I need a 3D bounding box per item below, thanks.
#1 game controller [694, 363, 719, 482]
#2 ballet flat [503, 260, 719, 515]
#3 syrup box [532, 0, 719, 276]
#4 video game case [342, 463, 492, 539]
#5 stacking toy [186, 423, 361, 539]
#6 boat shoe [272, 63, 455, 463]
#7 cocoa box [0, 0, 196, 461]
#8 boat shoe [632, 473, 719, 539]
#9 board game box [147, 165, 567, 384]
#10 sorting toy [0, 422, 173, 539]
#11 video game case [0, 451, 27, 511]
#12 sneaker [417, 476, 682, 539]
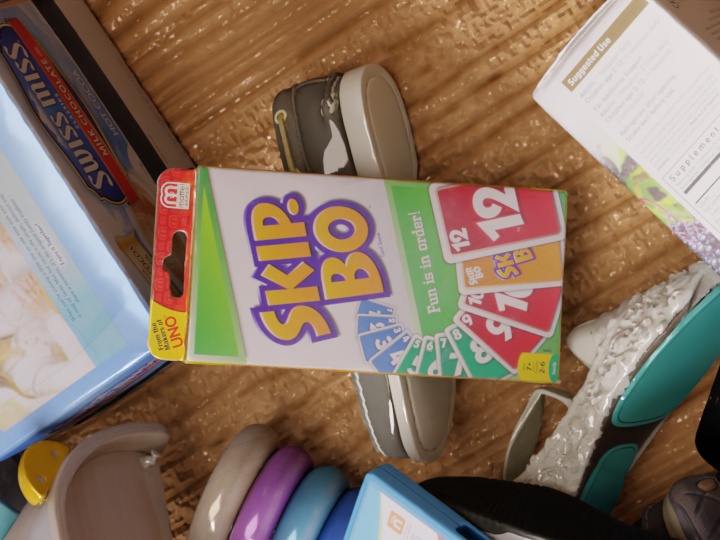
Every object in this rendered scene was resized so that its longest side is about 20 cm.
[{"bbox_3d":[0.210,0.076,1.300,0.104,0.200,0.042,36,74,13],"label":"game controller"},{"bbox_3d":[0.116,0.067,1.392,0.072,0.072,0.200,34,111,13],"label":"ballet flat"},{"bbox_3d":[0.185,-0.050,1.331,0.200,0.079,0.081,43,113,9],"label":"syrup box"},{"bbox_3d":[0.062,0.202,1.328,0.200,0.018,0.143,35,125,27],"label":"video game case"},{"bbox_3d":[0.014,0.155,1.452,0.200,0.085,0.085,24,109,9],"label":"stacking toy"},{"bbox_3d":[0.001,0.000,1.423,0.060,0.072,0.202,-10,90,24],"label":"boat shoe"},{"bbox_3d":[-0.169,-0.026,1.453,0.133,0.131,0.200,-34,87,25],"label":"cocoa box"},{"bbox_3d":[0.195,0.199,1.389,0.073,0.074,0.200,-36,75,37],"label":"boat shoe"},{"bbox_3d":[-0.001,0.002,1.368,0.200,0.030,0.096,3,86,-5],"label":"board game box"},{"bbox_3d":[-0.171,0.195,1.426,0.180,0.107,0.200,-40,48,32],"label":"sorting toy"},{"bbox_3d":[-0.250,0.139,1.578,0.181,0.026,0.200,-42,83,24],"label":"video game case"},{"bbox_3d":[0.107,0.179,1.347,0.200,0.084,0.121,19,106,22],"label":"sneaker"}]
